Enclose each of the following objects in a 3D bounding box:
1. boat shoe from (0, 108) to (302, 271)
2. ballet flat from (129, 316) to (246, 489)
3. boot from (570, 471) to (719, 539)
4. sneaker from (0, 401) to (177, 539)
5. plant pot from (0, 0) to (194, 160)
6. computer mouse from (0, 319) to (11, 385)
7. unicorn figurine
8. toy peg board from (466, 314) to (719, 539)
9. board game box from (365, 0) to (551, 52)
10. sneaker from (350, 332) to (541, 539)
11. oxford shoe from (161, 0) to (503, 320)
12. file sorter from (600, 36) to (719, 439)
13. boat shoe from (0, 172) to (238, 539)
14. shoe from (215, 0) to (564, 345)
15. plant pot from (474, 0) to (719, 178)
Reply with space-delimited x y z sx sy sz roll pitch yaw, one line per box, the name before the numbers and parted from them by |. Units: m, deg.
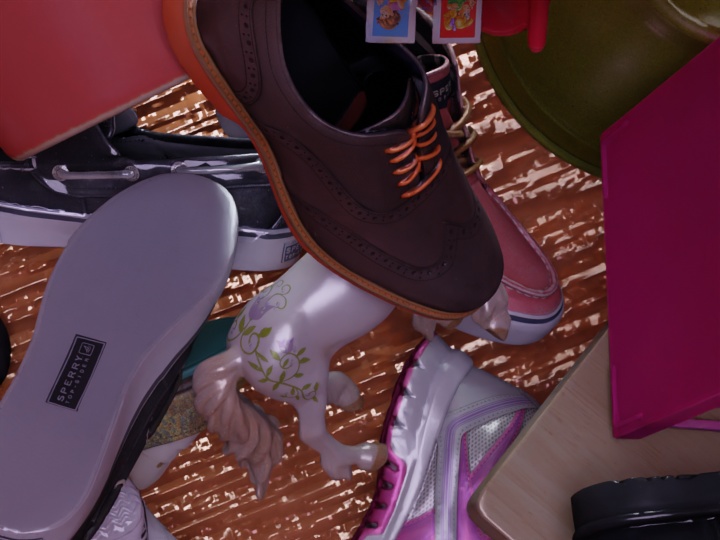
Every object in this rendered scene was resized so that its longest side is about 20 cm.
boat shoe | -0.123 -0.048 0.898 0.199 0.072 0.068 8 110 7
ballet flat | -0.132 0.082 0.916 0.199 0.071 0.071 -20 88 -5
boot | 0.187 0.166 0.788 0.199 0.076 0.169 -4 73 -7
sneaker | -0.110 0.142 0.881 0.075 0.115 0.200 -42 93 -5
plant pot | -0.120 -0.154 0.800 0.200 0.200 0.178 -26 97 -5
computer mouse | -0.244 0.006 0.882 0.200 0.034 0.059 27 70 -30
unicorn figurine | 0.000 0.000 0.842 0.200 0.074 0.137 -57 131 -17
toy peg board | 0.172 0.105 0.894 0.200 0.098 0.199 41 71 0
board game box | 0.068 -0.119 0.722 0.199 0.158 0.039 2 122 -2
sneaker | 0.038 0.135 0.910 0.088 0.081 0.201 18 86 -1
oxford shoe | 0.004 -0.045 0.752 0.200 0.072 0.071 46 71 -33
file sorter | 0.194 -0.015 0.776 0.125 0.200 0.140 4 74 -15
boat shoe | -0.110 0.043 0.816 0.068 0.057 0.200 20 54 9
shoe | 0.029 -0.054 0.907 0.200 0.071 0.091 39 128 3
plant pot | 0.158 -0.146 0.878 0.199 0.193 0.201 0 87 -4
